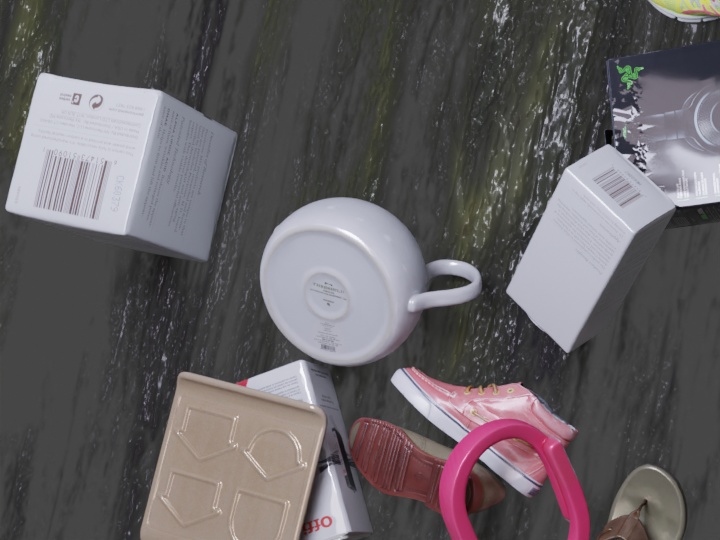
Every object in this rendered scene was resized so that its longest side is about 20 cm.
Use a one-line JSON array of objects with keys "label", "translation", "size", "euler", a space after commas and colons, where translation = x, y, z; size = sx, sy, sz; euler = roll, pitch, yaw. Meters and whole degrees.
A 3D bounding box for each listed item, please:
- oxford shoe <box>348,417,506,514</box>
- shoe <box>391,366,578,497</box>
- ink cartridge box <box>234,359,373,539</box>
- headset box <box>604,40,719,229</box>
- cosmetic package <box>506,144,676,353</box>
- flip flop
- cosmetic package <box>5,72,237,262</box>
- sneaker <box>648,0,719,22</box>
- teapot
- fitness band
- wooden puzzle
[{"label": "oxford shoe", "translation": [0.069, 0.214, 1.684], "size": [0.200, 0.075, 0.071], "euler": [27, 104, 42]}, {"label": "shoe", "translation": [0.133, 0.146, 1.669], "size": [0.200, 0.071, 0.091], "euler": [38, 93, 17]}, {"label": "ink cartridge box", "translation": [-0.086, 0.219, 1.728], "size": [0.144, 0.084, 0.200], "euler": [-21, 73, 17]}, {"label": "headset box", "translation": [0.355, -0.141, 1.621], "size": [0.200, 0.093, 0.175], "euler": [-7, 78, 20]}, {"label": "cosmetic package", "translation": [0.233, -0.019, 1.597], "size": [0.074, 0.200, 0.102], "euler": [-28, 65, -33]}, {"label": "flip flop", "translation": [0.266, 0.292, 1.595], "size": [0.081, 0.058, 0.200], "euler": [32, 93, 23]}, {"label": "cosmetic package", "translation": [-0.270, -0.115, 1.795], "size": [0.165, 0.200, 0.165], "euler": [12, 86, 22]}, {"label": "sneaker", "translation": [0.384, -0.301, 1.641], "size": [0.200, 0.090, 0.078], "euler": [16, 88, 24]}, {"label": "teapot", "translation": [0.000, 0.000, 1.709], "size": [0.200, 0.146, 0.197], "euler": [51, 127, 0]}, {"label": "fitness band", "translation": [0.157, 0.246, 1.597], "size": [0.143, 0.037, 0.200], "euler": [-30, 112, -15]}, {"label": "wooden puzzle", "translation": [-0.132, 0.224, 1.678], "size": [0.185, 0.046, 0.200], "euler": [12, 90, 24]}]
